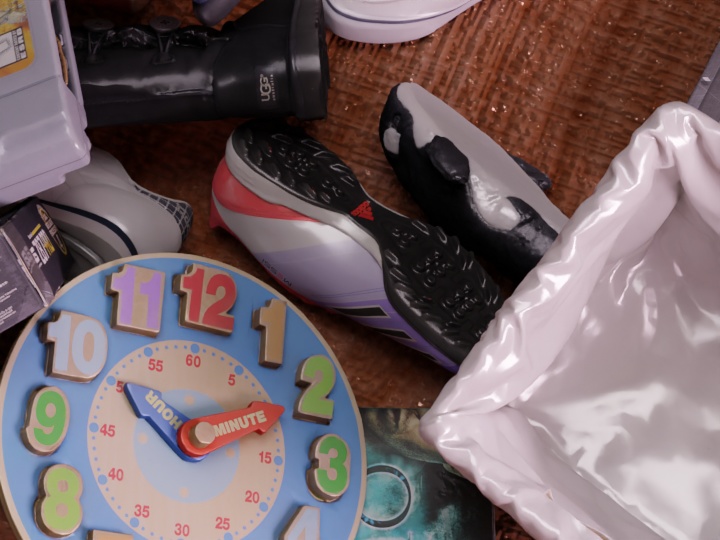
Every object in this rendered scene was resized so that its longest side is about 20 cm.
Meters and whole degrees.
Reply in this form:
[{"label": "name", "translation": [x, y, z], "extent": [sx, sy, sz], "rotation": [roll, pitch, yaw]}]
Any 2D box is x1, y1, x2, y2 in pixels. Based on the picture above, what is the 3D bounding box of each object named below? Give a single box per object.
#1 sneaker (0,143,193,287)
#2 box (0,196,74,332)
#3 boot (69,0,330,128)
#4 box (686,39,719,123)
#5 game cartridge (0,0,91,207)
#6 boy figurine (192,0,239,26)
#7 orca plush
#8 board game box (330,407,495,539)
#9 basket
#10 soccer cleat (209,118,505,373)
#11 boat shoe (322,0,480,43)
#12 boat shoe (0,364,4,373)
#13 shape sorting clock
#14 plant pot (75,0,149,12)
[{"label": "sneaker", "translation": [-0.191, -0.048, 1.136], "extent": [0.199, 0.077, 0.081], "rotation": [30, 45, 13]}, {"label": "box", "translation": [-0.240, 0.039, 1.000], "extent": [0.199, 0.161, 0.049], "rotation": [-30, 100, 1]}, {"label": "boot", "translation": [-0.119, -0.120, 1.144], "extent": [0.198, 0.066, 0.165], "rotation": [-5, 17, 2]}, {"label": "box", "translation": [0.284, -0.067, 1.168], "extent": [0.199, 0.048, 0.159], "rotation": [25, 62, 11]}, {"label": "game cartridge", "translation": [-0.216, -0.115, 1.053], "extent": [0.132, 0.042, 0.201], "rotation": [-18, 58, 4]}, {"label": "boy figurine", "translation": [-0.144, -0.203, 1.044], "extent": [0.064, 0.199, 0.125], "rotation": [-45, 37, 20]}, {"label": "orca plush", "translation": [0.076, -0.018, 1.141], "extent": [0.200, 0.071, 0.105], "rotation": [38, 20, 7]}, {"label": "board game box", "translation": [0.004, 0.165, 1.039], "extent": [0.134, 0.028, 0.201], "rotation": [0, 61, -1]}, {"label": "basket", "translation": [0.162, 0.057, 0.978], "extent": [0.198, 0.161, 0.200], "rotation": [38, 92, 4]}, {"label": "soccer cleat", "translation": [0.000, 0.000, 1.112], "extent": [0.200, 0.073, 0.068], "rotation": [38, 41, 12]}, {"label": "boat shoe", "translation": [0.065, -0.200, 1.225], "extent": [0.199, 0.066, 0.074], "rotation": [-25, 65, -15]}, {"label": "boat shoe", "translation": [-0.166, 0.082, 1.066], "extent": [0.199, 0.072, 0.073], "rotation": [-18, 93, -24]}, {"label": "shape sorting clock", "translation": [-0.085, 0.086, 1.005], "extent": [0.199, 0.039, 0.201], "rotation": [12, 63, -24]}, {"label": "plant pot", "translation": [-0.184, -0.249, 1.185], "extent": [0.176, 0.201, 0.201], "rotation": [24, 62, -1]}]
